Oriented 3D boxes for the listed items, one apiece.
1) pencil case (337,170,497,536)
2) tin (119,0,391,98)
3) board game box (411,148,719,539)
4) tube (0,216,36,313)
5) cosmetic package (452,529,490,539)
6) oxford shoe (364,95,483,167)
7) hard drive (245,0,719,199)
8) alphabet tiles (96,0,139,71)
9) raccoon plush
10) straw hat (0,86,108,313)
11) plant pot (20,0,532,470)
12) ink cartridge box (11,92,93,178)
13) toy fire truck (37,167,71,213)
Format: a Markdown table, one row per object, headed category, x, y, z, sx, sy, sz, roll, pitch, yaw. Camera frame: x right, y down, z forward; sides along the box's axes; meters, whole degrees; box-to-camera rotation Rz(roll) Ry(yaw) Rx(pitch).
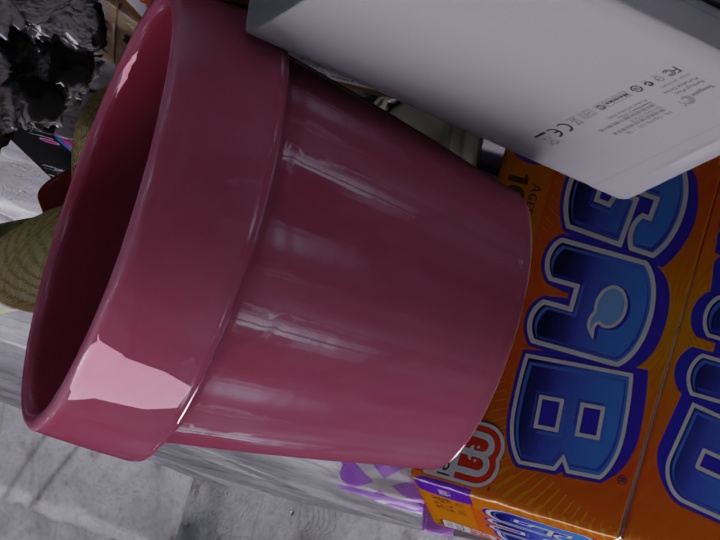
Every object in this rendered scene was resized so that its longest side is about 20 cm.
| category | x | y | z | sx | sy | sz | roll | pitch | yaw |
| --- | --- | --- | --- | --- | --- | --- | --- | --- | --- |
| pencil case | 0.046 | 0.037 | 1.591 | 0.084 | 0.201 | 0.085 | 10 | -178 | -37 |
| tin | -0.018 | -0.114 | 1.299 | 0.199 | 0.042 | 0.112 | 15 | 166 | 13 |
| board game box | 0.150 | 0.044 | 1.408 | 0.199 | 0.201 | 0.200 | 16 | 171 | 8 |
| tube | -0.136 | -0.015 | 1.596 | 0.199 | 0.058 | 0.052 | -10 | 142 | 43 |
| cosmetic package | 0.130 | 0.065 | 1.572 | 0.106 | 0.201 | 0.090 | 10 | 170 | 21 |
| oxford shoe | 0.022 | -0.060 | 1.432 | 0.057 | 0.076 | 0.200 | 15 | 176 | -10 |
| hard drive | 0.071 | -0.091 | 1.195 | 0.199 | 0.027 | 0.132 | 22 | 152 | -29 |
| alphabet tiles | -0.086 | -0.087 | 1.517 | 0.167 | 0.008 | 0.200 | 35 | 170 | 0 |
| raccoon plush | -0.199 | -0.145 | 1.413 | 0.200 | 0.097 | 0.134 | 57 | 170 | -24 |
| straw hat | -0.104 | -0.049 | 1.461 | 0.200 | 0.086 | 0.201 | -5 | -161 | 2 |
| plant pot | -0.031 | -0.001 | 1.260 | 0.178 | 0.201 | 0.200 | 18 | 171 | -13 |
| ink cartridge box | -0.157 | -0.072 | 1.806 | 0.094 | 0.037 | 0.200 | 14 | 172 | 13 |
| toy fire truck | -0.095 | -0.013 | 1.734 | 0.167 | 0.113 | 0.200 | -20 | 171 | -10 |
